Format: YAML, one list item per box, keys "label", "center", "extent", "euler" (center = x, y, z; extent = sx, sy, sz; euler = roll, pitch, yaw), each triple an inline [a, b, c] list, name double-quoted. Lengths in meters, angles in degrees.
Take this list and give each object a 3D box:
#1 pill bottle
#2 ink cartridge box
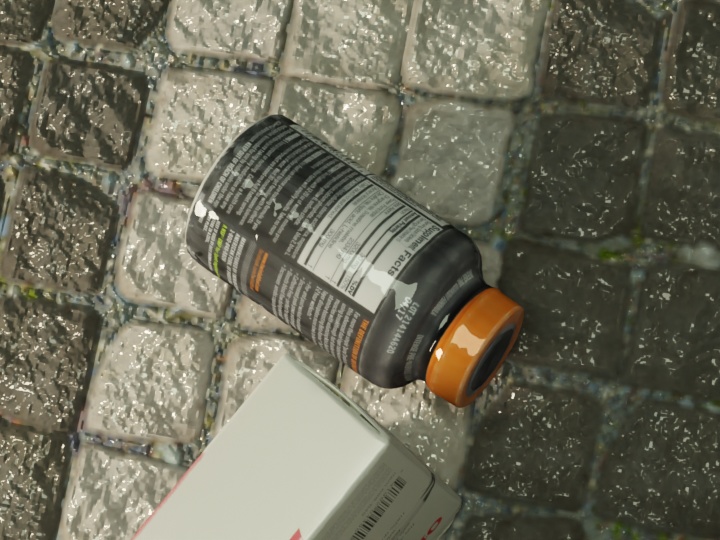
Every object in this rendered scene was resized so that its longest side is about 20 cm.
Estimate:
- label: "pill bottle"
  center: [0.000, 0.000, 1.212]
  extent: [0.199, 0.106, 0.107]
  euler: [34, 85, 17]
- label: "ink cartridge box"
  center: [-0.032, 0.145, 1.134]
  extent: [0.085, 0.200, 0.146]
  euler: [39, 86, 23]
